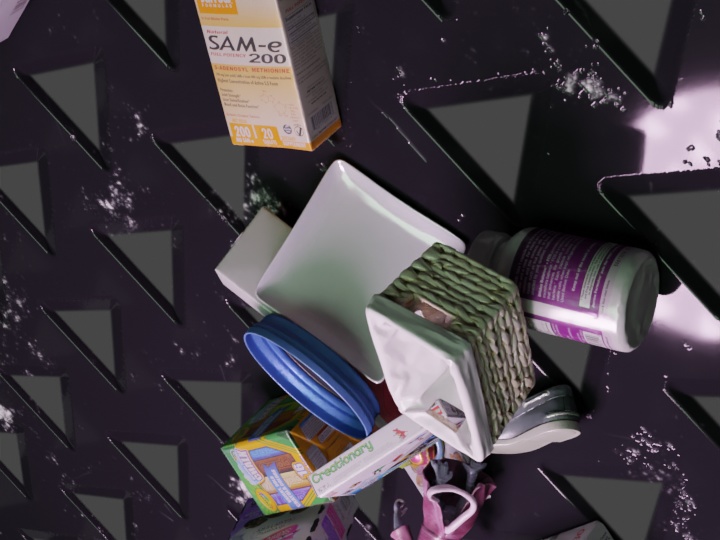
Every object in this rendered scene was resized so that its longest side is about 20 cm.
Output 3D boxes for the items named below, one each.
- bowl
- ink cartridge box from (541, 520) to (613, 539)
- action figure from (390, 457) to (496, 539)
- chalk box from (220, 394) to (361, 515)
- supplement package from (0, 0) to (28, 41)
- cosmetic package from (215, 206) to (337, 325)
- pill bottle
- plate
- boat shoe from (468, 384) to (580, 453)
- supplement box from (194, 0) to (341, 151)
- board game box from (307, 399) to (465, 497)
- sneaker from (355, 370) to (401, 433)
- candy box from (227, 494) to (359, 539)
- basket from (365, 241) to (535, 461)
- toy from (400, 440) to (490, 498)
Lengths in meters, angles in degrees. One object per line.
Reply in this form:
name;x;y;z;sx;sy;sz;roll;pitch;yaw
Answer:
bowl;-0.058;0.131;1.682;0.200;0.039;0.201;37;162;14
ink cartridge box;0.236;0.419;1.746;0.084;0.145;0.199;51;138;-5
action figure;0.111;0.346;1.756;0.132;0.149;0.203;16;104;-8
chalk box;-0.101;0.255;1.912;0.199;0.125;0.125;-19;108;44
supplement package;-0.514;-0.367;1.755;0.111;0.156;0.200;48;138;-3
cosmetic package;-0.075;0.026;1.716;0.199;0.108;0.085;38;170;12
pill bottle;0.218;0.014;1.484;0.198;0.112;0.114;14;129;31
plate;0.000;0.000;1.639;0.199;0.032;0.201;34;95;13
boat shoe;0.199;0.189;1.683;0.199;0.072;0.063;-26;60;53
supplement box;-0.108;-0.247;1.578;0.125;0.074;0.202;8;125;34
board game box;0.041;0.222;1.706;0.199;0.126;0.035;-34;73;13
sneaker;0.013;0.119;1.773;0.086;0.074;0.202;-33;88;15
candy box;-0.107;0.388;1.927;0.166;0.201;0.072;-22;109;22
basket;0.105;0.086;1.476;0.135;0.123;0.201;30;154;34
toy;0.076;0.248;1.819;0.115;0.047;0.201;-28;102;45
